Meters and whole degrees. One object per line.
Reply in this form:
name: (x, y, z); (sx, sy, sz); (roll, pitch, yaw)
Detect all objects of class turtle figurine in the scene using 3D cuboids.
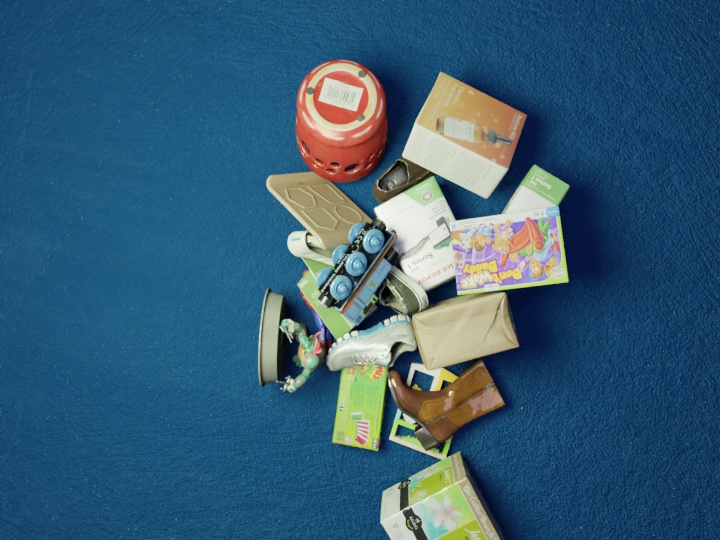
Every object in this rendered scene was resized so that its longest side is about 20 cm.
turtle figurine: (-0.119, 0.172, 1.104); (0.098, 0.200, 0.153); (3, 94, -8)

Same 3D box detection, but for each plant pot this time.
plant pot: (-0.040, -0.305, 1.106); (0.196, 0.183, 0.205); (0, 80, 0)

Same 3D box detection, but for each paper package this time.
paper package: (0.200, 0.109, 1.069); (0.187, 0.200, 0.106); (-16, 88, 6)

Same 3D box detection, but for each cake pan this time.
cake pan: (-0.180, 0.139, 1.124); (0.036, 0.200, 0.205); (3, 89, -2)

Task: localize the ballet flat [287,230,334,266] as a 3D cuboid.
ballet flat: (-0.056, -0.046, 1.118); (0.069, 0.197, 0.071); (-13, 73, 49)

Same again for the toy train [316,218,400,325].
toy train: (0.000, 0.000, 1.043); (0.114, 0.086, 0.202); (40, 81, -35)

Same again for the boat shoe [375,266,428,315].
boat shoe: (0.057, 0.034, 1.100); (0.063, 0.199, 0.072); (-24, 117, -20)

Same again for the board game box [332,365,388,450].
board game box: (0.004, 0.272, 1.167); (0.099, 0.048, 0.205); (7, 89, 8)

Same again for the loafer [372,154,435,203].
loafer: (0.110, -0.217, 1.154); (0.199, 0.071, 0.073); (-42, 83, 3)

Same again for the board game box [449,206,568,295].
board game box: (0.269, -0.034, 0.994); (0.196, 0.045, 0.138); (-8, 86, 10)

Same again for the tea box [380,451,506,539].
tea box: (0.170, 0.517, 1.087); (0.194, 0.134, 0.202); (-30, 90, 5)

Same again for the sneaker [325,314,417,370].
sneaker: (0.024, 0.164, 1.093); (0.197, 0.075, 0.087); (-25, 48, 3)

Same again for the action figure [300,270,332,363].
action figure: (-0.085, 0.095, 1.176); (0.051, 0.065, 0.203); (-24, 84, 23)

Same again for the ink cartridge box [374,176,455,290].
ink cartridge box: (0.136, -0.067, 1.133); (0.144, 0.084, 0.203); (-27, 84, 7)

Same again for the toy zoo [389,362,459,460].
toy zoo: (0.151, 0.286, 1.160); (0.129, 0.020, 0.204); (18, 91, 8)

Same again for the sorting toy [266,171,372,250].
sorting toy: (-0.078, -0.125, 1.117); (0.200, 0.184, 0.037); (49, 127, 20)

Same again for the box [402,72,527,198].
box: (0.208, -0.271, 1.087); (0.197, 0.107, 0.154); (25, 63, 1)

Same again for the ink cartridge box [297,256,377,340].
ink cartridge box: (-0.064, 0.034, 1.149); (0.201, 0.103, 0.059); (53, 130, 5)

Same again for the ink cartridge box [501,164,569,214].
ink cartridge box: (0.318, -0.090, 1.085); (0.084, 0.146, 0.202); (32, 92, 9)

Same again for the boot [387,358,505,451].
boot: (0.172, 0.245, 1.113); (0.198, 0.068, 0.190); (-33, 84, 5)
